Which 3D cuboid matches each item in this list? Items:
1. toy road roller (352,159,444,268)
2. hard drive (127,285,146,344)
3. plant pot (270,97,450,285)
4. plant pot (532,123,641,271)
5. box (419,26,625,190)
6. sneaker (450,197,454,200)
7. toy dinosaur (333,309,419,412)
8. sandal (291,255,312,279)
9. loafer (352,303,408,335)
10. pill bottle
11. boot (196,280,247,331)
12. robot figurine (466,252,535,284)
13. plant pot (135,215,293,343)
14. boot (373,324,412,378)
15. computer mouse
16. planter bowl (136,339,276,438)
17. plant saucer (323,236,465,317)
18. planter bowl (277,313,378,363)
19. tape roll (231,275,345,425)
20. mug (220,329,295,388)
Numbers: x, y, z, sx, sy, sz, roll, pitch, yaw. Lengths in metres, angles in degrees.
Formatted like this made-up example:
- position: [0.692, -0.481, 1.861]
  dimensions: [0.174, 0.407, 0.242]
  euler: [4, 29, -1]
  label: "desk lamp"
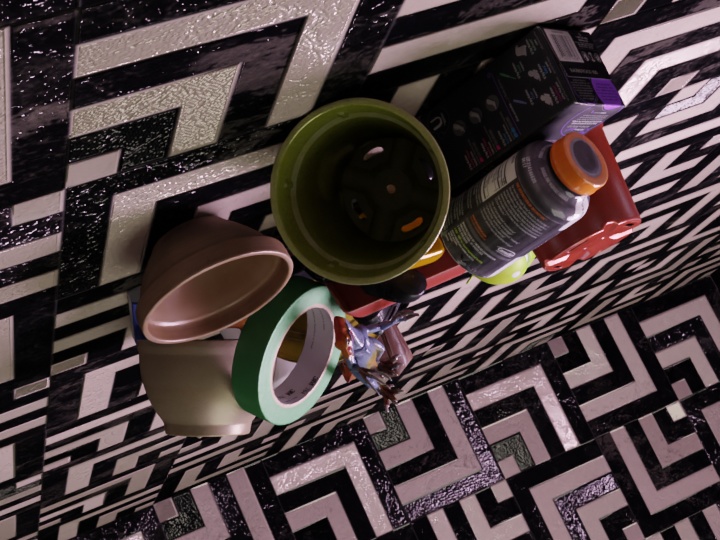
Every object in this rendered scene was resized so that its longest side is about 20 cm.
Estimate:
- position: [0.021, -0.052, 1.624]
  dimensions: [0.123, 0.146, 0.200]
  euler: [-14, 162, -37]
  label: "toy road roller"
- position: [-0.256, 0.046, 1.754]
  dimensions: [0.132, 0.025, 0.200]
  euler: [-22, 166, -15]
  label: "hard drive"
- position: [0.019, -0.091, 1.440]
  dimensions: [0.200, 0.201, 0.184]
  euler: [-29, 177, 14]
  label: "plant pot"
- position: [0.276, -0.118, 1.729]
  dimensions: [0.200, 0.196, 0.201]
  euler: [-24, 166, -6]
  label: "plant pot"
- position: [0.190, -0.189, 1.499]
  dimensions: [0.200, 0.106, 0.122]
  euler: [-35, 161, 36]
  label: "box"
- position: [0.081, -0.041, 1.938]
  dimensions: [0.199, 0.076, 0.091]
  euler: [-26, 172, 9]
  label: "sneaker"
- position: [-0.009, 0.117, 1.672]
  dimensions: [0.199, 0.105, 0.181]
  euler: [-12, 143, 36]
  label: "toy dinosaur"
- position: [-0.035, -0.014, 1.824]
  dimensions: [0.199, 0.043, 0.076]
  euler: [-19, -151, 3]
  label: "sandal"
- position: [0.040, 0.027, 1.791]
  dimensions: [0.068, 0.071, 0.201]
  euler: [-27, -167, 31]
  label: "loafer"
- position: [0.192, -0.080, 1.464]
  dimensions: [0.106, 0.107, 0.200]
  euler: [-10, 161, -47]
  label: "pill bottle"
- position: [-0.202, 0.060, 1.702]
  dimensions: [0.154, 0.074, 0.200]
  euler: [-26, 154, -15]
  label: "boot"
- position: [0.225, -0.063, 1.924]
  dimensions: [0.200, 0.116, 0.175]
  euler: [-53, -178, -29]
  label: "robot figurine"
- position: [-0.189, -0.002, 1.531]
  dimensions: [0.200, 0.093, 0.201]
  euler: [-24, 160, -10]
  label: "plant pot"
- position: [0.050, 0.068, 2.007]
  dimensions: [0.186, 0.201, 0.064]
  euler: [-20, 166, -19]
  label: "boot"
- position: [0.000, 0.000, 1.649]
  dimensions: [0.059, 0.199, 0.034]
  euler: [-50, 139, -35]
  label: "computer mouse"
- position: [-0.214, 0.163, 1.766]
  dimensions: [0.199, 0.135, 0.200]
  euler: [0, 178, 0]
  label: "planter bowl"
- position: [0.038, -0.018, 1.721]
  dimensions: [0.199, 0.200, 0.037]
  euler: [-23, 127, -10]
  label: "plant saucer"
- position: [-0.063, 0.043, 1.870]
  dimensions: [0.200, 0.200, 0.084]
  euler: [-20, 130, -20]
  label: "planter bowl"
- position: [-0.095, 0.108, 1.711]
  dimensions: [0.200, 0.048, 0.201]
  euler: [-38, 138, -43]
  label: "tape roll"
- position: [-0.117, 0.121, 2.012]
  dimensions: [0.186, 0.154, 0.149]
  euler: [-13, 161, -42]
  label: "mug"
